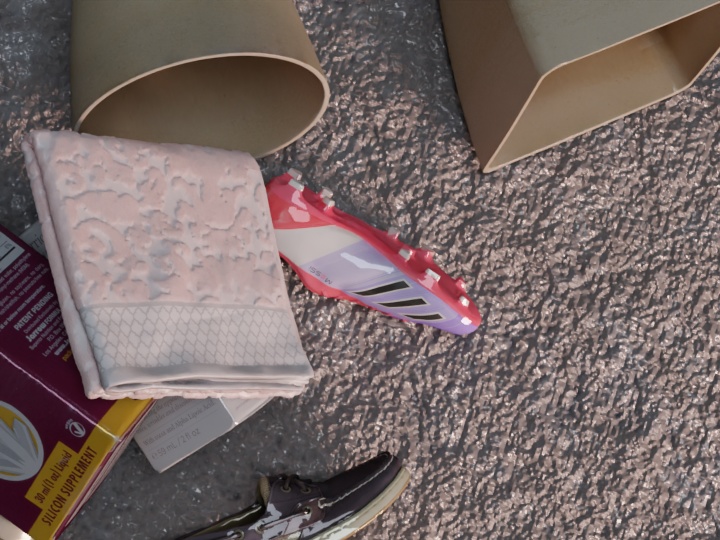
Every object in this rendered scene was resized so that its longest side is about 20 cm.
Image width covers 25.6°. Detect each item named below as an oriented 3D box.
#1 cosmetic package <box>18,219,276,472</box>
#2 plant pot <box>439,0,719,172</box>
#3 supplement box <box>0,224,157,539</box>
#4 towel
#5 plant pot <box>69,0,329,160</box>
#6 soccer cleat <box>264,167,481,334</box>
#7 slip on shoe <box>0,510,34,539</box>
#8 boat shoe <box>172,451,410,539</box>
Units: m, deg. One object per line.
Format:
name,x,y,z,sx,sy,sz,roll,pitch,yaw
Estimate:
cosmetic package,-0.153,0.032,1.137,0.201,0.101,0.074,55,37,-2
plant pot,0.161,-0.219,1.214,0.199,0.200,0.178,-23,78,-15
supplement box,-0.245,0.068,1.080,0.199,0.131,0.103,36,36,0
towel,-0.127,-0.004,1.086,0.199,0.032,0.192,3,63,-48
plant pot,-0.133,-0.198,1.153,0.186,0.187,0.201,-9,71,-14
soccer cleat,0.000,0.000,1.214,0.199,0.067,0.077,33,106,-13
slip on shoe,-0.305,0.135,1.117,0.199,0.076,0.061,29,67,-2
boat shoe,-0.058,0.182,1.167,0.199,0.072,0.065,-29,95,-9
